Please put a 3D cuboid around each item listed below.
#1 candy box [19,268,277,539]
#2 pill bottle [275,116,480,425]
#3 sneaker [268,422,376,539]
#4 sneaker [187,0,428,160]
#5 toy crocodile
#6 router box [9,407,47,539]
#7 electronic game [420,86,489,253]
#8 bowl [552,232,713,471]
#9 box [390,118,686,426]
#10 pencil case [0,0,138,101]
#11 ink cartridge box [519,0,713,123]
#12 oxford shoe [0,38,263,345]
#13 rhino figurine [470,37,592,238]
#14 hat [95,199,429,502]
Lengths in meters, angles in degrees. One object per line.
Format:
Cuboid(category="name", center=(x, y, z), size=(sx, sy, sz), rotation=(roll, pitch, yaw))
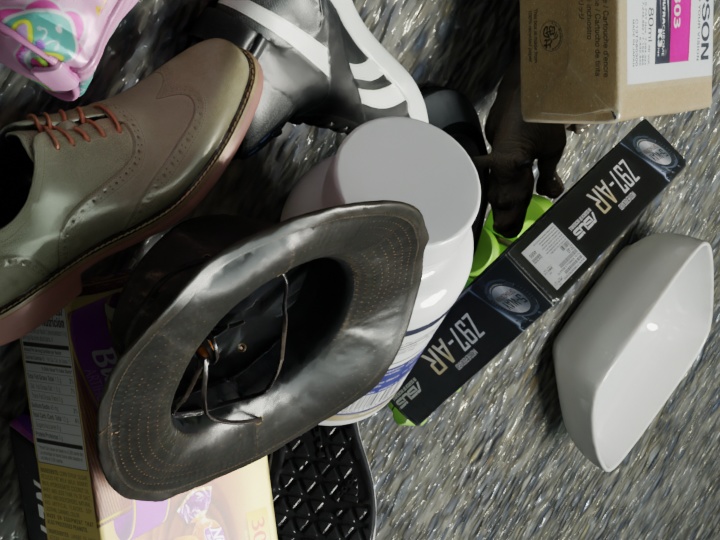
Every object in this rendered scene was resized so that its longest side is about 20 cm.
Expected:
Cuboid(category="candy box", center=(-0.110, 0.100, 0.966), size=(0.116, 0.056, 0.201), rotation=(-13, 101, -41))
Cuboid(category="pill bottle", center=(0.000, 0.000, 1.035), size=(0.111, 0.111, 0.200), rotation=(-43, 170, -32))
Cuboid(category="sneaker", center=(-0.028, 0.123, 1.147), size=(0.083, 0.071, 0.201), rotation=(96, -7, -67))
Cuboid(category="sneaker", center=(-0.039, -0.095, 1.010), size=(0.112, 0.073, 0.200), rotation=(-53, 145, -9))
Cuboid(category="toy crocodile", center=(0.082, 0.029, 1.354), size=(0.200, 0.062, 0.067), rotation=(-62, 154, 3))
Cuboid(category="router box", center=(-0.129, 0.126, 1.080), size=(0.149, 0.051, 0.200), rotation=(-39, 146, -35))
Cuboid(category="electronic game", center=(0.032, -0.027, 1.227), size=(0.200, 0.042, 0.201), rotation=(-43, 143, -44))
Cuboid(category="bowl", center=(0.245, 0.069, 1.678), size=(0.200, 0.075, 0.200), rotation=(-52, 153, -19))
Cuboid(category="box", center=(0.111, 0.000, 1.174), size=(0.200, 0.044, 0.160), rotation=(-41, 176, -46))
Cuboid(category="pencil case", center=(-0.101, -0.174, 0.792), size=(0.200, 0.087, 0.087), rotation=(-55, 154, -9))
Cuboid(category="ink cartridge box", center=(0.172, -0.201, 1.196), size=(0.165, 0.075, 0.201), rotation=(-15, 106, -56))
Cuboid(category="oxford shoe", center=(-0.129, -0.051, 0.868), size=(0.200, 0.071, 0.074), rotation=(-45, 137, -16))
Cuboid(category="rhino figurine", center=(0.115, -0.095, 1.242), size=(0.200, 0.060, 0.088), rotation=(-64, 155, -42))
Cuboid(category="hat", center=(-0.063, 0.020, 0.902), size=(0.200, 0.081, 0.201), rotation=(-31, 147, -23))
